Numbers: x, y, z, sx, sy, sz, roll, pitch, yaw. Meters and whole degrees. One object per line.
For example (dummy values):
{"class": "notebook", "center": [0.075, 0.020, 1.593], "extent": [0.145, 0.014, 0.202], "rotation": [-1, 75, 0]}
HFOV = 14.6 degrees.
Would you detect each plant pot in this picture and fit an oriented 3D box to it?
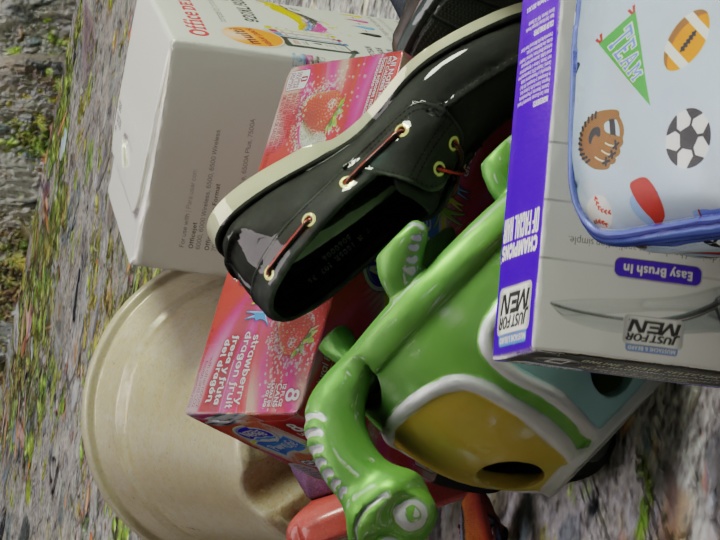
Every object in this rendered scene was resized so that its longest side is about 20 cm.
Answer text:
{"class": "plant pot", "center": [-0.048, 0.096, 1.736], "extent": [0.183, 0.200, 0.201], "rotation": [10, 93, 65]}

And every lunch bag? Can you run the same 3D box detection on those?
{"class": "lunch bag", "center": [0.157, -0.106, 1.115], "extent": [0.160, 0.075, 0.201], "rotation": [-8, 76, 52]}

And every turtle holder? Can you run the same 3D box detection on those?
{"class": "turtle holder", "center": [0.060, 0.040, 1.302], "extent": [0.141, 0.132, 0.185], "rotation": [-50, -7, 35]}

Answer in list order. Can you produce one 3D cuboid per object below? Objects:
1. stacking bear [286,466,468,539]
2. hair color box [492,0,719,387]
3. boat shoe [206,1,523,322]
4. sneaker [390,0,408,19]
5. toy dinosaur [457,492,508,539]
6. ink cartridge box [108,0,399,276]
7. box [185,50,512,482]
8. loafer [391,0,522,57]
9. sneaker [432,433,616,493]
{"class": "stacking bear", "center": [-0.013, 0.046, 1.591], "extent": [0.121, 0.113, 0.201], "rotation": [67, -174, -86]}
{"class": "hair color box", "center": [0.124, -0.055, 1.220], "extent": [0.065, 0.109, 0.201], "rotation": [156, 121, -73]}
{"class": "boat shoe", "center": [0.023, -0.051, 1.341], "extent": [0.063, 0.201, 0.074], "rotation": [54, -179, 30]}
{"class": "sneaker", "center": [0.046, -0.160, 1.529], "extent": [0.203, 0.077, 0.146], "rotation": [61, -176, -25]}
{"class": "toy dinosaur", "center": [0.076, 0.189, 1.448], "extent": [0.200, 0.105, 0.182], "rotation": [-12, 51, 37]}
{"class": "ink cartridge box", "center": [-0.042, -0.079, 1.717], "extent": [0.147, 0.199, 0.145], "rotation": [-122, 40, -68]}
{"class": "box", "center": [0.000, 0.000, 1.437], "extent": [0.095, 0.100, 0.201], "rotation": [-4, 64, 50]}
{"class": "loafer", "center": [0.084, -0.176, 1.441], "extent": [0.200, 0.072, 0.063], "rotation": [-48, 39, 26]}
{"class": "sneaker", "center": [0.076, 0.081, 1.455], "extent": [0.200, 0.090, 0.070], "rotation": [3, 69, 51]}
